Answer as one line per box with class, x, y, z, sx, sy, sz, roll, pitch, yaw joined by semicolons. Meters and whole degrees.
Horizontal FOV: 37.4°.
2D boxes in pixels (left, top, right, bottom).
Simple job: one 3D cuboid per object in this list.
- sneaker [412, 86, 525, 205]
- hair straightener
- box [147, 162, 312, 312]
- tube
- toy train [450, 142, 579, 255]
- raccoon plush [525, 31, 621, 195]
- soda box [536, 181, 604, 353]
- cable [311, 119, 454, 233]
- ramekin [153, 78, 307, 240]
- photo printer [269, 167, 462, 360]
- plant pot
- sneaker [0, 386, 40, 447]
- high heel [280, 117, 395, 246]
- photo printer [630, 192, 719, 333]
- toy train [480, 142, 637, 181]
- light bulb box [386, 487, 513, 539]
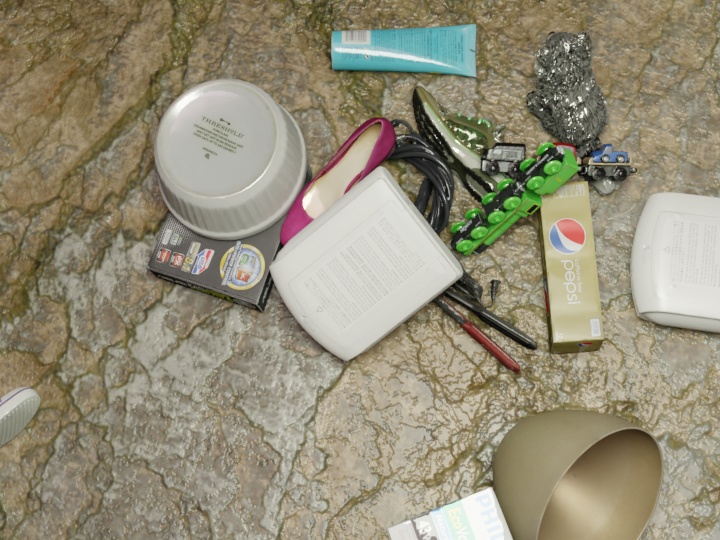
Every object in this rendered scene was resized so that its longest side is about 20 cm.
sneaker;0.146;-0.170;1.383;0.088;0.077;0.201;-38;80;-16
hair straightener;0.144;0.038;1.339;0.199;0.041;0.077;39;82;19
box;-0.169;-0.066;1.396;0.158;0.044;0.203;17;77;12
tube;0.059;-0.298;1.438;0.196;0.050;0.079;0;78;2
toy train;0.187;-0.083;1.306;0.200;0.056;0.042;-44;46;36
raccoon plush;0.286;-0.210;1.337;0.096;0.134;0.201;-35;73;-6
soda box;0.258;-0.004;1.317;0.063;0.068;0.204;-3;74;6
cable;0.022;-0.089;1.384;0.199;0.051;0.164;-35;81;0
ramekin;-0.171;-0.148;1.348;0.198;0.094;0.206;-2;74;6
photo printer;0.000;0.000;1.297;0.199;0.070;0.167;-39;98;13
plant pot;0.226;0.239;1.206;0.201;0.201;0.134;-50;41;-9
sneaker;-0.511;0.188;1.351;0.199;0.073;0.115;-37;70;-4
high heel;-0.031;-0.108;1.318;0.199;0.096;0.068;-40;78;0
photo printer;0.431;-0.007;1.297;0.196;0.070;0.169;7;75;9
toy train;0.246;-0.137;1.318;0.196;0.034;0.047;2;96;-4
light bulb box;0.122;0.358;1.161;0.123;0.200;0.201;-21;72;0
